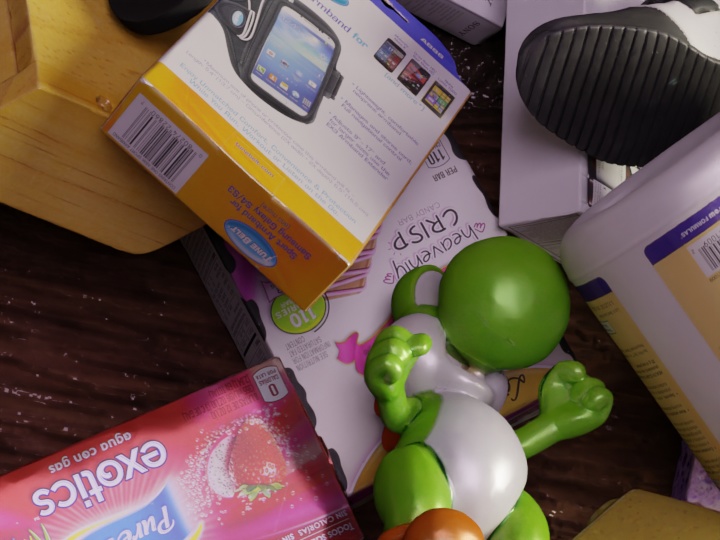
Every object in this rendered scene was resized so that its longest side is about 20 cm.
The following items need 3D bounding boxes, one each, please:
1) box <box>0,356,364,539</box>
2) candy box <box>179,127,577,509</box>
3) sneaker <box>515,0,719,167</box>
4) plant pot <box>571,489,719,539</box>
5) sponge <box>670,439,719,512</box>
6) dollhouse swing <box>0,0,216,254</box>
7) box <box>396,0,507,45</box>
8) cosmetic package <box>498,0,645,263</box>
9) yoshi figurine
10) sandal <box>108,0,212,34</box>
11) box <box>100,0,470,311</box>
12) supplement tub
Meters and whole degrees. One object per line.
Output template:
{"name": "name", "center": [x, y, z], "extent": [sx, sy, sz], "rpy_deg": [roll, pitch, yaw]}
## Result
{"name": "box", "center": [-0.110, 0.128, 1.076], "extent": [0.199, 0.100, 0.096], "rpy_deg": [-23, 78, -16]}
{"name": "candy box", "center": [0.000, 0.000, 1.156], "extent": [0.136, 0.061, 0.201], "rpy_deg": [-26, 80, -17]}
{"name": "sneaker", "center": [0.156, -0.100, 1.142], "extent": [0.199, 0.074, 0.089], "rpy_deg": [4, 37, -24]}
{"name": "plant pot", "center": [0.137, 0.217, 1.054], "extent": [0.194, 0.196, 0.200], "rpy_deg": [-37, 74, -18]}
{"name": "sponge", "center": [0.260, 0.094, 1.189], "extent": [0.199, 0.030, 0.112], "rpy_deg": [18, 71, -5]}
{"name": "dollhouse swing", "center": [-0.170, -0.081, 1.126], "extent": [0.181, 0.176, 0.201], "rpy_deg": [23, 35, -35]}
{"name": "box", "center": [0.003, -0.223, 1.212], "extent": [0.199, 0.036, 0.145], "rpy_deg": [25, 70, -20]}
{"name": "cosmetic package", "center": [0.113, -0.106, 1.189], "extent": [0.050, 0.082, 0.202], "rpy_deg": [-10, 67, 32]}
{"name": "yoshi figurine", "center": [0.053, 0.057, 1.028], "extent": [0.111, 0.113, 0.201], "rpy_deg": [-10, 42, 4]}
{"name": "sandal", "center": [-0.097, -0.193, 1.100], "extent": [0.075, 0.045, 0.201], "rpy_deg": [-25, 44, 18]}
{"name": "box", "center": [-0.025, -0.077, 1.075], "extent": [0.119, 0.041, 0.200], "rpy_deg": [42, 33, -4]}
{"name": "supplement tub", "center": [0.197, 0.029, 1.052], "extent": [0.145, 0.145, 0.201], "rpy_deg": [-36, 92, -18]}
